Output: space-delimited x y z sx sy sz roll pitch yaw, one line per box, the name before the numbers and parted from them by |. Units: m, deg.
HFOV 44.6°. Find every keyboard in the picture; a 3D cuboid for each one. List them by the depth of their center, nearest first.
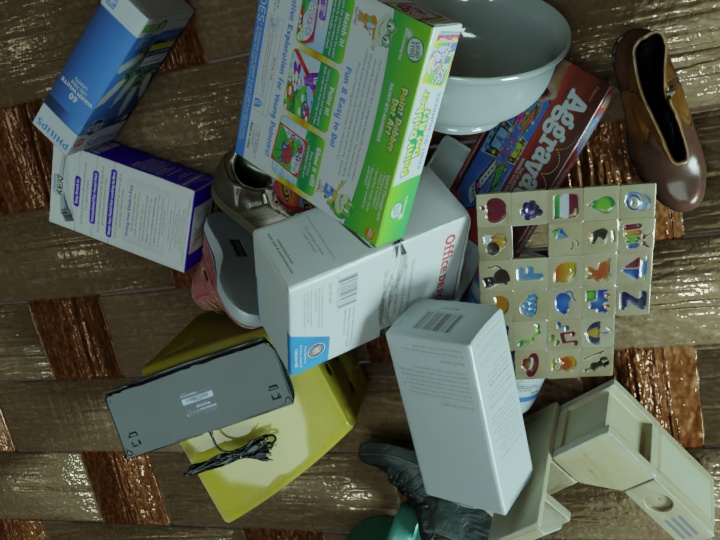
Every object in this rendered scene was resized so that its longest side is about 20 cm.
keyboard | -0.164 0.157 0.936 0.197 0.021 0.129 -18 94 7

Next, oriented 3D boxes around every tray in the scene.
tray | 0.093 -0.041 0.974 0.107 0.022 0.201 33 118 8

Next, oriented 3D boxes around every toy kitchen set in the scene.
toy kitchen set | 0.243 0.265 0.948 0.180 0.164 0.199 42 130 -13

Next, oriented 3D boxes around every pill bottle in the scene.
pill bottle | 0.152 0.085 0.949 0.111 0.112 0.202 24 116 11

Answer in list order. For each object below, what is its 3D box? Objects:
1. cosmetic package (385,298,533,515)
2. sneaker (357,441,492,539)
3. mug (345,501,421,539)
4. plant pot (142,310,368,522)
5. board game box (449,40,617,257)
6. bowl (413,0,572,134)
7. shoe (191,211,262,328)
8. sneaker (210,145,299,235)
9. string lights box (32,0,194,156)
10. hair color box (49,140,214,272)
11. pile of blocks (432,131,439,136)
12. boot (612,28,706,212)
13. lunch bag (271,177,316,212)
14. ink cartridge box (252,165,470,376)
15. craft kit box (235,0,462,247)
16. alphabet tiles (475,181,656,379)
cosmetic package | 0.102 0.136 0.879 0.101 0.074 0.202 6 122 38
sneaker | 0.082 0.277 1.052 0.197 0.060 0.106 11 73 13
mug | 0.025 0.397 1.113 0.150 0.114 0.187 -13 105 25
plant pot | -0.103 0.132 1.029 0.175 0.200 0.202 -26 99 15
board game box | 0.162 -0.115 0.879 0.103 0.019 0.202 39 111 31
bowl | 0.094 -0.193 0.834 0.198 0.202 0.091 15 132 15
shoe | -0.147 0.023 1.013 0.071 0.201 0.092 3 124 -25
sneaker | -0.086 -0.065 1.000 0.199 0.070 0.076 33 130 8
string lights box | -0.282 -0.232 0.999 0.059 0.103 0.200 42 119 1
hair color box | -0.281 -0.086 1.077 0.198 0.065 0.111 20 116 11
pile of blocks | 0.033 -0.117 0.955 0.061 0.083 0.201 16 129 -25
boot | 0.275 -0.122 0.771 0.068 0.200 0.191 -12 104 14
lunch bag | -0.053 -0.161 0.917 0.175 0.081 0.203 13 111 57
ink cartridge box | 0.000 0.000 0.877 0.085 0.198 0.146 55 156 32
craft kit box | -0.021 -0.156 0.777 0.197 0.048 0.202 37 127 32
alphabet tiles | 0.197 0.016 0.848 0.164 0.008 0.203 -3 114 5
